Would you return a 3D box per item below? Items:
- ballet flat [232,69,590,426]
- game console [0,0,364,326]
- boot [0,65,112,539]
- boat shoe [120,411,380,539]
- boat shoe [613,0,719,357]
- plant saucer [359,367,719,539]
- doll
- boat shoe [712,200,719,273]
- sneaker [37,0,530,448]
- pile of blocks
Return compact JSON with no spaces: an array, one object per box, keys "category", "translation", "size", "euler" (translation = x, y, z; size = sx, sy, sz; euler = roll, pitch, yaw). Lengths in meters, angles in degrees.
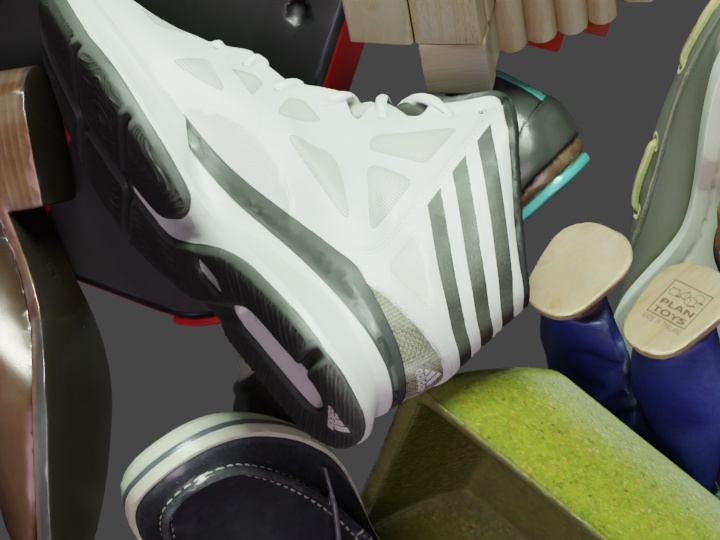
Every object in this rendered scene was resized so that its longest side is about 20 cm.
[{"category":"ballet flat","translation":[0.000,0.000,0.929],"size":[0.068,0.068,0.200],"euler":[43,110,1]},{"category":"game console","translation":[-0.087,-0.093,0.892],"size":[0.177,0.031,0.200],"euler":[21,104,11]},{"category":"boot","translation":[-0.195,0.027,0.891],"size":[0.200,0.064,0.187],"euler":[-8,85,13]},{"category":"boat shoe","translation":[-0.021,0.115,0.923],"size":[0.075,0.062,0.200],"euler":[-34,139,2]},{"category":"boat shoe","translation":[0.135,-0.021,0.921],"size":[0.072,0.060,0.202],"euler":[8,129,-7]},{"category":"plant saucer","translation":[0.096,0.114,0.892],"size":[0.200,0.200,0.048],"euler":[38,71,7]},{"category":"doll","translation":[0.111,0.073,0.922],"size":[0.136,0.048,0.200],"euler":[23,149,28]},{"category":"boat shoe","translation":[0.206,0.040,0.870],"size":[0.200,0.070,0.070],"euler":[33,131,-10]},{"category":"sneaker","translation":[-0.018,-0.040,0.841],"size":[0.115,0.201,0.076],"euler":[-30,154,-21]},{"category":"pile of blocks","translation":[0.082,-0.119,0.877],"size":[0.200,0.082,0.062],"euler":[-24,135,-12]}]
